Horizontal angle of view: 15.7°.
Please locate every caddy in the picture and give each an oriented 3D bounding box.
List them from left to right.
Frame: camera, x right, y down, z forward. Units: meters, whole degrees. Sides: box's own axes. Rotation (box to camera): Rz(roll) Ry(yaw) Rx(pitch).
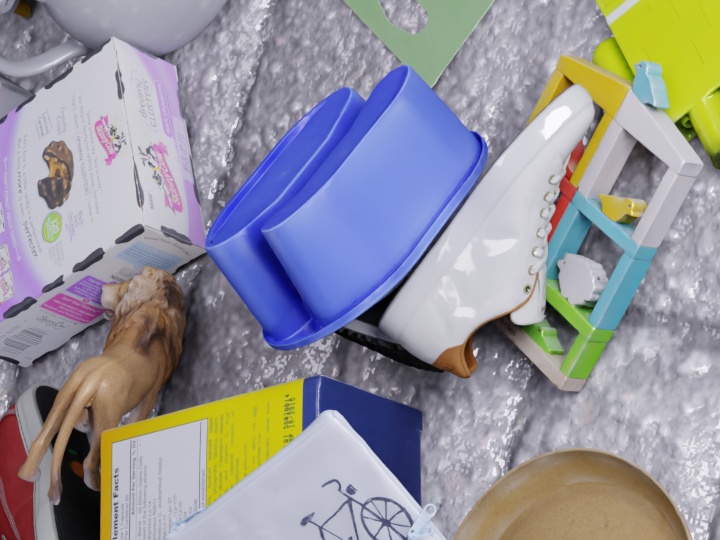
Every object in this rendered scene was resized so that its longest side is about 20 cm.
[{"bbox_3d":[-0.003,-0.035,1.655,0.141,0.105,0.200,-16,30,53],"label":"caddy"}]

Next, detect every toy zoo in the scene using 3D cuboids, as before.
[{"bbox_3d":[0.139,-0.043,1.632,0.131,0.020,0.201,46,119,41],"label":"toy zoo"}]

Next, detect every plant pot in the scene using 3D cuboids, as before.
[{"bbox_3d":[0.128,0.208,1.577,0.199,0.027,0.201,-16,66,38],"label":"plant pot"}]

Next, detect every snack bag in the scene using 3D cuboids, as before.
[{"bbox_3d":[-0.010,0.197,1.595,0.200,0.021,0.188,51,130,-1],"label":"snack bag"}]

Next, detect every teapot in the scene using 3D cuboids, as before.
[{"bbox_3d":[-0.190,-0.258,1.945,0.197,0.146,0.201,-17,64,37],"label":"teapot"}]

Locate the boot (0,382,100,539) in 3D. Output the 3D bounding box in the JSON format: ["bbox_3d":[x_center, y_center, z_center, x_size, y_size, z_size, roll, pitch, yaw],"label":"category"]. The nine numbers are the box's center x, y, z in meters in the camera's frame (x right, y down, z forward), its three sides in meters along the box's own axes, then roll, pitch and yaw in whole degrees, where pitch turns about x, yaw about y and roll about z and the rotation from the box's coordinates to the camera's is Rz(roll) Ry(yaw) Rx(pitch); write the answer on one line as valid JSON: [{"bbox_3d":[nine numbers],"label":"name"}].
[{"bbox_3d":[-0.247,0.199,1.891,0.144,0.072,0.201,-44,43,22],"label":"boot"}]

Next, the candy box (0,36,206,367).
[{"bbox_3d":[-0.216,-0.049,1.946,0.200,0.071,0.169,-31,55,31],"label":"candy box"}]

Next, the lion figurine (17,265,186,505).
[{"bbox_3d":[-0.172,0.078,1.815,0.200,0.072,0.123,-74,7,-70],"label":"lion figurine"}]

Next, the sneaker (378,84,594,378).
[{"bbox_3d":[0.100,-0.021,1.625,0.085,0.073,0.200,37,108,5],"label":"sneaker"}]

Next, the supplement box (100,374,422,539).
[{"bbox_3d":[-0.067,0.150,1.716,0.199,0.109,0.110,-16,65,37],"label":"supplement box"}]

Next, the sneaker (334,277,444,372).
[{"bbox_3d":[0.000,0.000,1.737,0.200,0.070,0.090,21,85,43],"label":"sneaker"}]

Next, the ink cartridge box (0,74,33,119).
[{"bbox_3d":[-0.358,-0.082,2.104,0.162,0.057,0.201,29,91,44],"label":"ink cartridge box"}]

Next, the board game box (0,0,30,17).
[{"bbox_3d":[-0.281,-0.330,2.136,0.200,0.026,0.201,40,102,43],"label":"board game box"}]

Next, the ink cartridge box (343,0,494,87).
[{"bbox_3d":[0.059,-0.246,1.787,0.200,0.048,0.146,-52,49,13],"label":"ink cartridge box"}]

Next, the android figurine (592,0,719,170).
[{"bbox_3d":[0.217,-0.166,1.618,0.182,0.041,0.201,-41,54,25],"label":"android figurine"}]
